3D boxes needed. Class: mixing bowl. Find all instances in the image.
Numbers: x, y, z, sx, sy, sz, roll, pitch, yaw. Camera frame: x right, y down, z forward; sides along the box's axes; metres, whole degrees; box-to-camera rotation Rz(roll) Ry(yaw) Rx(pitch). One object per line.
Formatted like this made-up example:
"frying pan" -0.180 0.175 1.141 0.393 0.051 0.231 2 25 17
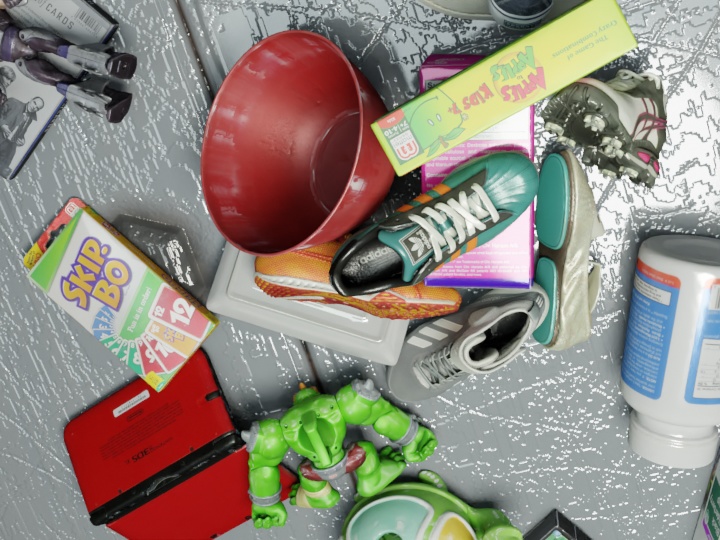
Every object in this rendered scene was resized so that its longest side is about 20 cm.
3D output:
"mixing bowl" -0.040 -0.104 0.910 0.200 0.108 0.201 -8 77 40

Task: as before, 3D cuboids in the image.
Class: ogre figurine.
"ogre figurine" -0.031 0.179 1.019 0.199 0.098 0.120 -13 120 17

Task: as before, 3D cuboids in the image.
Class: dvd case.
"dvd case" -0.351 -0.211 0.988 0.150 0.025 0.200 40 108 -5

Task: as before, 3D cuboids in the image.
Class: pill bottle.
"pill bottle" 0.302 0.076 0.936 0.112 0.112 0.201 6 108 6

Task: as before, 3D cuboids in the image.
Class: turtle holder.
"turtle holder" 0.066 0.299 1.030 0.185 0.132 0.141 10 108 5

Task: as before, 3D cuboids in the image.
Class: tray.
"tray" -0.045 0.016 0.995 0.199 0.022 0.108 17 85 3

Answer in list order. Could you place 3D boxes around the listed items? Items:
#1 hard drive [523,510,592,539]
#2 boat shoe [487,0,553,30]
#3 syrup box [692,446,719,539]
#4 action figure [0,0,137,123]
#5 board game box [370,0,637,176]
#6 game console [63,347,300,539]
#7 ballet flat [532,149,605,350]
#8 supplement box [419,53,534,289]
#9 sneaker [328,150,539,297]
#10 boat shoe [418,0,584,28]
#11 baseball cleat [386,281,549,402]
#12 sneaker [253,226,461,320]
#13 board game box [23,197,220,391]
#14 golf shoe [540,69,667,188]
"hard drive" 0.235 0.367 1.077 0.200 0.038 0.140 39 109 -6
"boat shoe" 0.131 -0.300 0.805 0.071 0.091 0.201 -2 68 -2
"syrup box" 0.392 0.214 0.983 0.081 0.079 0.201 11 109 4
"action figure" -0.309 -0.205 0.936 0.200 0.069 0.130 21 118 6
"board game box" 0.112 -0.148 0.791 0.200 0.102 0.048 -27 98 15
"game console" -0.196 0.204 1.100 0.200 0.119 0.173 -31 69 16
"ballet flat" 0.200 -0.021 0.957 0.062 0.067 0.201 -6 113 -19
"supplement box" 0.109 -0.093 0.916 0.103 0.101 0.201 2 107 9
"sneaker" 0.061 -0.030 0.847 0.200 0.080 0.071 -31 100 17
"boat shoe" 0.122 -0.261 0.880 0.199 0.062 0.075 14 127 12
"baseball cleat" 0.088 0.077 0.956 0.070 0.106 0.200 48 119 -2
"sneaker" 0.000 0.000 0.951 0.199 0.073 0.077 13 74 -1
"board game box" -0.250 0.023 1.034 0.200 0.030 0.096 42 99 2
"golf shoe" 0.212 -0.136 0.850 0.077 0.200 0.088 21 91 28
